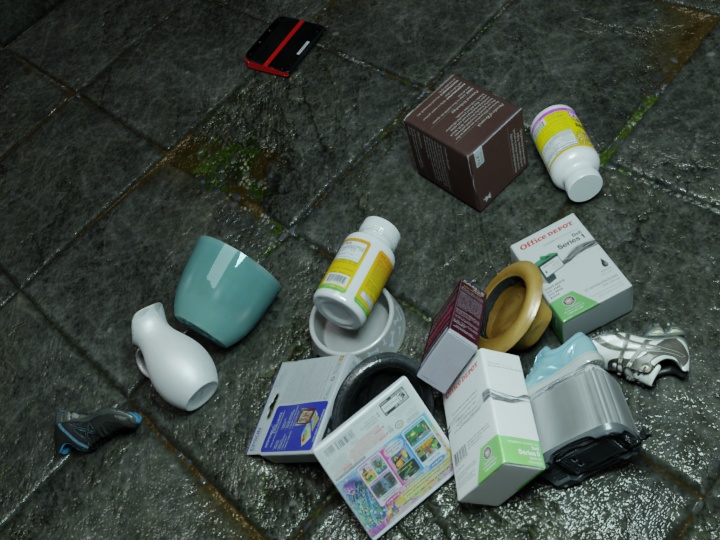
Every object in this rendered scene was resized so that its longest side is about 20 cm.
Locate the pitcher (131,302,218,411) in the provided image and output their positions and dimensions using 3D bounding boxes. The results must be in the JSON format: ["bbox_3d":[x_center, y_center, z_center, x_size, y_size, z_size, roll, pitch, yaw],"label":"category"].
[{"bbox_3d":[-0.377,0.192,1.558,0.200,0.173,0.120,44,45,20],"label":"pitcher"}]

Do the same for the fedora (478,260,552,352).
[{"bbox_3d":[0.277,0.082,1.398,0.202,0.081,0.203,-53,22,31],"label":"fedora"}]

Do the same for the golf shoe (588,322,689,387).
[{"bbox_3d":[0.454,0.151,1.318,0.195,0.078,0.096,-13,51,11],"label":"golf shoe"}]

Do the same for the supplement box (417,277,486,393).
[{"bbox_3d":[0.163,0.110,1.373,0.060,0.110,0.201,31,29,-2],"label":"supplement box"}]

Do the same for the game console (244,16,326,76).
[{"bbox_3d":[-0.210,-0.620,2.166,0.174,0.031,0.202,22,65,26],"label":"game console"}]

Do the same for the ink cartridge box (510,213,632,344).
[{"bbox_3d":[0.383,0.012,1.441,0.144,0.085,0.202,-27,51,-2],"label":"ink cartridge box"}]

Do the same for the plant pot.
[{"bbox_3d":[-0.282,0.054,1.578,0.197,0.201,0.163,21,72,31],"label":"plant pot"}]

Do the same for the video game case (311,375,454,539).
[{"bbox_3d":[0.047,0.311,1.302,0.198,0.024,0.184,-36,94,-10],"label":"video game case"}]

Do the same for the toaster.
[{"bbox_3d":[0.350,0.240,1.237,0.199,0.113,0.131,-37,39,29],"label":"toaster"}]

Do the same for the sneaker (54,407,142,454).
[{"bbox_3d":[-0.517,0.318,1.549,0.195,0.073,0.084,-9,67,20],"label":"sneaker"}]

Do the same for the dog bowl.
[{"bbox_3d":[-0.012,0.103,1.529,0.195,0.059,0.204,-10,51,12],"label":"dog bowl"}]

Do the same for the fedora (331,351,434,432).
[{"bbox_3d":[0.031,0.238,1.365,0.199,0.203,0.091,-36,11,-10],"label":"fedora"}]

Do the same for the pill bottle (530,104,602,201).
[{"bbox_3d":[0.424,-0.237,1.602,0.102,0.105,0.203,-18,51,5],"label":"pill bottle"}]

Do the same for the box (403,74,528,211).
[{"bbox_3d":[0.224,-0.271,1.656,0.164,0.167,0.199,-41,52,-15],"label":"box"}]

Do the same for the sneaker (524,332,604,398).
[{"bbox_3d":[0.316,0.178,1.330,0.198,0.074,0.083,-35,42,18],"label":"sneaker"}]

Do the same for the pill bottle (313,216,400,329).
[{"bbox_3d":[0.000,0.000,1.492,0.109,0.112,0.202,14,59,27],"label":"pill bottle"}]

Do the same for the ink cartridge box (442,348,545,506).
[{"bbox_3d":[0.209,0.253,1.271,0.082,0.146,0.204,12,49,-20],"label":"ink cartridge box"}]

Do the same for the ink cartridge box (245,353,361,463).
[{"bbox_3d":[-0.105,0.254,1.440,0.198,0.047,0.201,-16,44,46],"label":"ink cartridge box"}]
